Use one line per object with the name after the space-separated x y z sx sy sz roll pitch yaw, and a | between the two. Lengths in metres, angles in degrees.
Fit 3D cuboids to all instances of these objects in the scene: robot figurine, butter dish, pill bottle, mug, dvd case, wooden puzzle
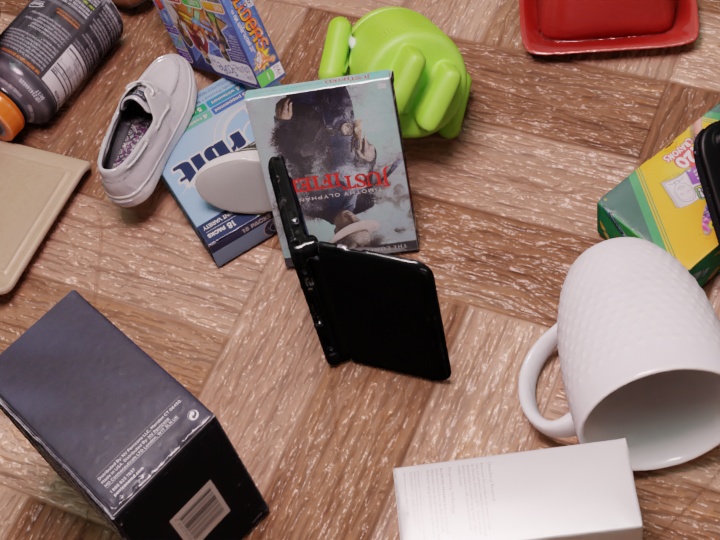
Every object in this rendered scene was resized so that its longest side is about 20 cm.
0.045 -0.214 1.326 0.174 0.117 0.200 18 19 -20 | robot figurine
0.271 -0.353 1.378 0.197 0.148 0.202 -3 57 10 | butter dish
-0.375 -0.246 1.456 0.105 0.107 0.201 23 63 24 | pill bottle
0.227 0.076 1.119 0.199 0.147 0.177 -33 42 25 | mug
-0.025 -0.097 1.238 0.144 0.202 0.022 -7 37 5 | dvd case
-0.421 -0.065 1.393 0.183 0.037 0.201 15 56 20 | wooden puzzle

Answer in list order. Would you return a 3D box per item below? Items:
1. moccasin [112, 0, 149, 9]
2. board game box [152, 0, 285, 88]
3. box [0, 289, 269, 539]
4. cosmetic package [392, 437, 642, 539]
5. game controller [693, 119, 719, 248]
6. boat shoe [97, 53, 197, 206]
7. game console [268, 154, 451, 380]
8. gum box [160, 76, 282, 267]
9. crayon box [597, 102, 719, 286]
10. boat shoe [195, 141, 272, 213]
-0.312 -0.405 1.567 0.073 0.078 0.203 -21 55 -4 | moccasin
-0.170 -0.280 1.380 0.034 0.136 0.199 -37 34 -19 | board game box
-0.205 0.155 1.101 0.198 0.201 0.123 35 69 28 | box
0.134 0.213 1.054 0.198 0.108 0.086 -8 54 3 | cosmetic package
0.375 -0.047 1.158 0.103 0.042 0.202 -17 91 -15 | game controller
-0.236 -0.167 1.347 0.071 0.069 0.201 12 60 19 | boat shoe
0.000 0.000 1.164 0.115 0.201 0.177 -16 54 -1 | game console
-0.133 -0.123 1.367 0.169 0.045 0.200 -31 56 -10 | gum box
0.346 -0.075 1.233 0.199 0.058 0.119 -38 58 -14 | crayon box
-0.072 -0.111 1.283 0.198 0.071 0.064 -8 41 6 | boat shoe
